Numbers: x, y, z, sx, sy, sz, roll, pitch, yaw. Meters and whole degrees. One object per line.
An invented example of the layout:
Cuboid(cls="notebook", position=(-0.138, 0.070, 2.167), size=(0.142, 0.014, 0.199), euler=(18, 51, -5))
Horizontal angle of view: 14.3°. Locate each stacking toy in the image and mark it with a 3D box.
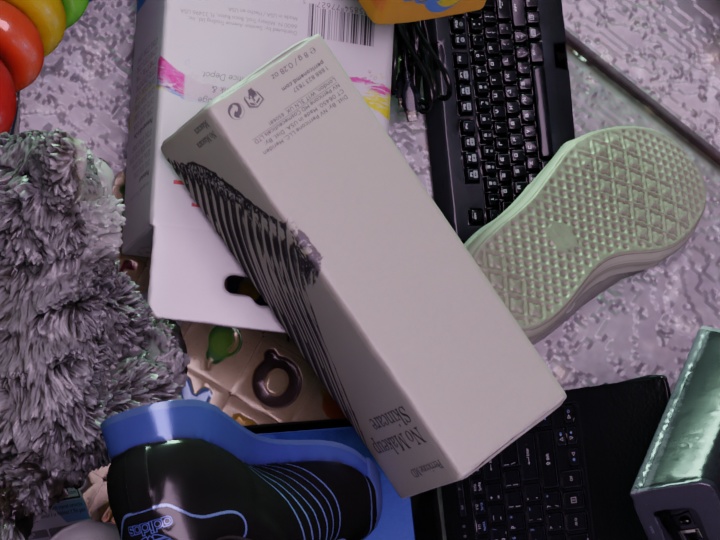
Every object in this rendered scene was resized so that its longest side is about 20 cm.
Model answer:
Cuboid(cls="stacking toy", position=(-0.156, -0.129, 1.312), size=(0.085, 0.085, 0.200), euler=(29, 55, -9))

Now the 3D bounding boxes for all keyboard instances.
Cuboid(cls="keyboard", position=(0.059, -0.108, 1.423), size=(0.104, 0.040, 0.201), euler=(-3, 81, -17))

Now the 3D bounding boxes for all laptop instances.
Cuboid(cls="laptop", position=(0.046, 0.148, 1.337), size=(0.103, 0.200, 0.178), euler=(5, 76, -60))

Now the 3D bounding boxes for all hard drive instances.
Cuboid(cls="hard drive", position=(0.198, 0.137, 1.353), size=(0.200, 0.042, 0.135), euler=(60, 38, -27))

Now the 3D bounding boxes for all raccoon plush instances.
Cuboid(cls="raccoon plush", position=(-0.141, 0.031, 1.216), size=(0.097, 0.134, 0.200), euler=(-9, 39, 16))

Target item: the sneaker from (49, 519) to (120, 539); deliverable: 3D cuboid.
Cuboid(cls="sneaker", position=(-0.072, 0.190, 1.217), size=(0.076, 0.081, 0.200), euler=(-37, 81, 2))

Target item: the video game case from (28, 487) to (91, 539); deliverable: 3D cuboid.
Cuboid(cls="video game case", position=(-0.186, 0.111, 1.242), size=(0.200, 0.022, 0.183), euler=(-4, 69, -58))

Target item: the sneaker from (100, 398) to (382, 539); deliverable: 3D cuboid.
Cuboid(cls="sneaker", position=(-0.048, 0.113, 1.246), size=(0.070, 0.200, 0.078), euler=(-18, 69, 25))

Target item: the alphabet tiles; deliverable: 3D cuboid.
Cuboid(cls="alphabet tiles", position=(-0.077, 0.051, 1.374), size=(0.166, 0.006, 0.200), euler=(31, 73, -9))

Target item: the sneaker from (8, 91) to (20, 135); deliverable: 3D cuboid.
Cuboid(cls="sneaker", position=(-0.207, -0.033, 1.310), size=(0.077, 0.085, 0.200), euler=(27, 74, -10))

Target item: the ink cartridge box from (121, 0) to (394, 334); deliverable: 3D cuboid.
Cuboid(cls="ink cartridge box", position=(-0.049, -0.063, 1.363), size=(0.115, 0.068, 0.201), euler=(7, 76, -17))

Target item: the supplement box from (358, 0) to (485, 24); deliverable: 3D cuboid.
Cuboid(cls="supplement box", position=(-0.004, -0.210, 1.361), size=(0.069, 0.067, 0.200), euler=(-14, 56, -32))

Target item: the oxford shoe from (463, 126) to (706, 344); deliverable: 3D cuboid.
Cuboid(cls="oxford shoe", position=(0.099, -0.013, 1.396), size=(0.075, 0.058, 0.200), euler=(51, 47, 4))

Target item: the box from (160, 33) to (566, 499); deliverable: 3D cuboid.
Cuboid(cls="box", position=(0.000, 0.000, 1.288), size=(0.068, 0.082, 0.200), euler=(-35, 91, -23))
